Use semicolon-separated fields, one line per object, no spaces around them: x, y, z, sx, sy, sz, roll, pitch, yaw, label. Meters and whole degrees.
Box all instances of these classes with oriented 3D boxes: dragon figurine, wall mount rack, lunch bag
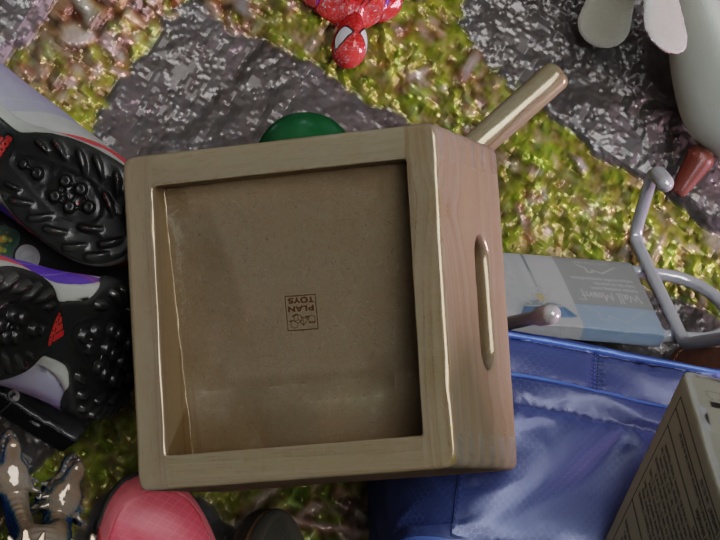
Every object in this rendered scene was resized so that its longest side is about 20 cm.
-0.156;0.176;1.442;0.059;0.099;0.201;3;82;-11;dragon figurine
0.120;0.006;1.546;0.199;0.075;0.174;4;33;-18;wall mount rack
0.106;0.100;1.515;0.199;0.136;0.133;10;70;-12;lunch bag

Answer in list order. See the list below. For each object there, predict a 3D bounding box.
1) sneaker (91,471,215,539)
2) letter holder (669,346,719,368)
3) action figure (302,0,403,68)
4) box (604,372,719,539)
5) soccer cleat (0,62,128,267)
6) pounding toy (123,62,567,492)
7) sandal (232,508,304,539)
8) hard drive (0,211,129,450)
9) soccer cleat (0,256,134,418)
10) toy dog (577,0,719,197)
-0.085;0.194;1.461;0.073;0.087;0.201;-2;78;-21;sneaker
0.225;0.146;1.585;0.100;0.142;0.201;28;67;-45;letter holder
0.009;-0.209;1.590;0.065;0.099;0.201;9;77;-16;action figure
0.172;0.170;1.382;0.109;0.201;0.128;13;31;-14;box
-0.181;-0.068;1.471;0.200;0.073;0.068;36;90;10;soccer cleat
0.000;0.000;1.426;0.183;0.142;0.201;-5;84;19;pounding toy
-0.034;0.193;1.447;0.054;0.200;0.082;-14;119;12;sandal
-0.197;-0.019;1.501;0.200;0.038;0.140;32;69;-10;hard drive
-0.163;0.024;1.397;0.073;0.200;0.068;19;89;23;soccer cleat
0.167;-0.120;1.610;0.096;0.132;0.200;-43;90;-7;toy dog
